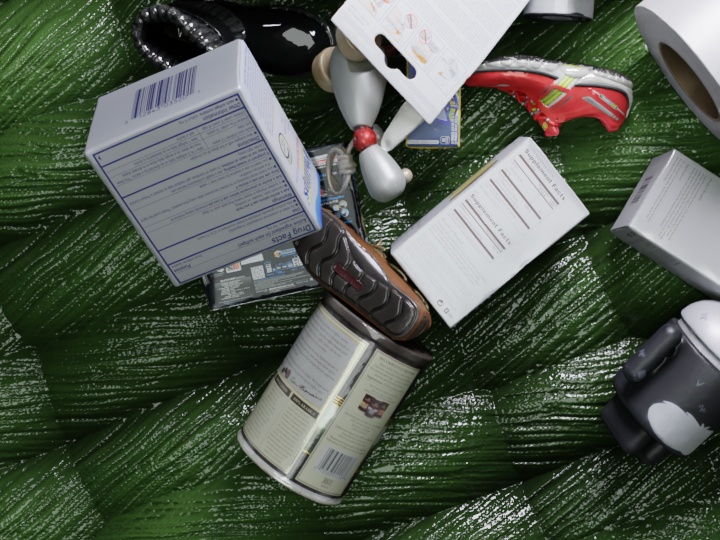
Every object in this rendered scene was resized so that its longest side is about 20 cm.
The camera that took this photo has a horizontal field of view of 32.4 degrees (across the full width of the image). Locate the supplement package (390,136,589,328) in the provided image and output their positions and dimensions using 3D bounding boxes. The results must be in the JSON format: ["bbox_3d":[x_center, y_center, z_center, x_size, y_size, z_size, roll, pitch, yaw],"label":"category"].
[{"bbox_3d":[0.143,-0.047,1.402,0.199,0.114,0.110,-40,94,5],"label":"supplement package"}]

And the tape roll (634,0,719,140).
[{"bbox_3d":[0.407,-0.245,1.325,0.139,0.203,0.204,-36,94,6],"label":"tape roll"}]

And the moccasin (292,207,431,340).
[{"bbox_3d":[0.001,-0.001,1.383,0.201,0.078,0.074,36,100,18],"label":"moccasin"}]

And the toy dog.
[{"bbox_3d":[0.020,-0.181,1.362,0.095,0.131,0.203,-13,100,-29],"label":"toy dog"}]

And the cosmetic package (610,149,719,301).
[{"bbox_3d":[0.399,-0.036,1.399,0.199,0.085,0.108,34,86,-2],"label":"cosmetic package"}]

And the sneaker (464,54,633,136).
[{"bbox_3d":[0.209,-0.196,1.403,0.197,0.077,0.086,9,103,0],"label":"sneaker"}]

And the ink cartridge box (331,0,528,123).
[{"bbox_3d":[0.074,-0.283,1.323,0.160,0.047,0.201,43,78,-21],"label":"ink cartridge box"}]

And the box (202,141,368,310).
[{"bbox_3d":[-0.096,-0.052,1.445,0.197,0.046,0.161,-13,95,4],"label":"box"}]

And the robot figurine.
[{"bbox_3d":[0.366,0.125,1.401,0.125,0.150,0.200,45,106,10],"label":"robot figurine"}]

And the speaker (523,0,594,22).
[{"bbox_3d":[0.229,-0.383,1.378,0.080,0.081,0.203,4,97,2],"label":"speaker"}]

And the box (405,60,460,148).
[{"bbox_3d":[0.083,-0.240,1.405,0.063,0.070,0.203,0,96,3],"label":"box"}]

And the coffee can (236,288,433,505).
[{"bbox_3d":[-0.030,0.142,1.413,0.146,0.146,0.201,33,97,-1],"label":"coffee can"}]

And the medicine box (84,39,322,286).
[{"bbox_3d":[-0.161,-0.110,1.316,0.180,0.104,0.201,-20,128,13],"label":"medicine box"}]

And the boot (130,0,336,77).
[{"bbox_3d":[-0.136,-0.250,1.366,0.208,0.158,0.080,9,108,3],"label":"boot"}]
